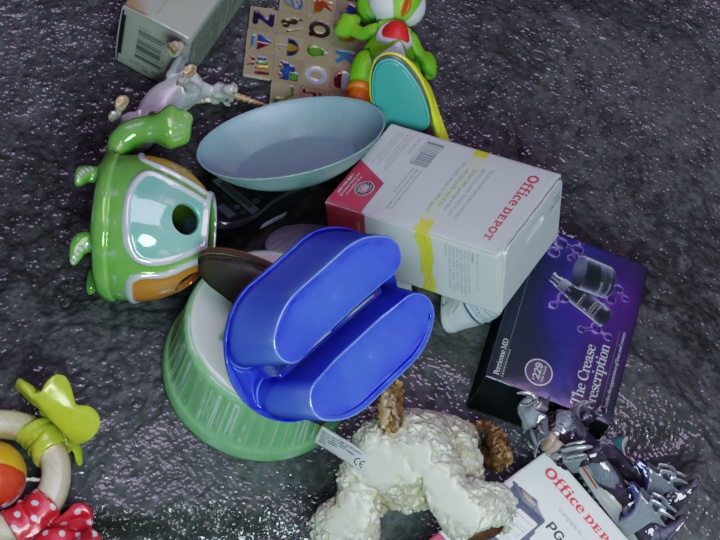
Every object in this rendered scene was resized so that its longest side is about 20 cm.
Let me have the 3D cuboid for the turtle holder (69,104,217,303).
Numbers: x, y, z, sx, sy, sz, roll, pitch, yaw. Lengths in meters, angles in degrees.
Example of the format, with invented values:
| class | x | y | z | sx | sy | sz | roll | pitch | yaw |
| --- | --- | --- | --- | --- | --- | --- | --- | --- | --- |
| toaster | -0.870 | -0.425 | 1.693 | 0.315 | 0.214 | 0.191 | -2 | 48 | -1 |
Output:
| class | x | y | z | sx | sy | sz | roll | pitch | yaw |
| --- | --- | --- | --- | --- | --- | --- | --- | --- | --- |
| turtle holder | -0.210 | -0.057 | 1.714 | 0.131 | 0.141 | 0.186 | 2 | 51 | 4 |

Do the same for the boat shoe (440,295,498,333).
| class | x | y | z | sx | sy | sz | roll | pitch | yaw |
| --- | --- | --- | --- | --- | --- | --- | --- | --- | --- |
| boat shoe | 0.113 | -0.013 | 1.818 | 0.074 | 0.067 | 0.200 | 51 | 29 | -23 |

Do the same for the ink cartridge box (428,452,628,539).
| class | x | y | z | sx | sy | sz | roll | pitch | yaw |
| --- | --- | --- | --- | --- | --- | --- | --- | --- | --- |
| ink cartridge box | 0.149 | 0.290 | 1.646 | 0.200 | 0.084 | 0.145 | -33 | 73 | -28 |

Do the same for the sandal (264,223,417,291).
| class | x | y | z | sx | sy | sz | roll | pitch | yaw |
| --- | --- | --- | --- | --- | --- | --- | --- | --- | --- |
| sandal | 0.002 | -0.005 | 1.799 | 0.205 | 0.059 | 0.079 | 8 | 40 | 14 |

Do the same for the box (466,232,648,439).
| class | x | y | z | sx | sy | sz | roll | pitch | yaw |
| --- | --- | --- | --- | --- | --- | --- | --- | --- | --- |
| box | 0.208 | 0.069 | 1.795 | 0.140 | 0.079 | 0.201 | 19 | 58 | 0 |

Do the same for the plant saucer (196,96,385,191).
| class | x | y | z | sx | sy | sz | roll | pitch | yaw |
| --- | --- | --- | --- | --- | --- | --- | --- | --- | --- |
| plant saucer | -0.069 | -0.124 | 1.781 | 0.200 | 0.039 | 0.201 | -8 | 28 | 5 |

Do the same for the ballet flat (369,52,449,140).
| class | x | y | z | sx | sy | sz | roll | pitch | yaw |
| --- | --- | --- | --- | --- | --- | --- | --- | --- | --- |
| ballet flat | 0.063 | -0.151 | 1.842 | 0.066 | 0.201 | 0.067 | -12 | 25 | 25 |

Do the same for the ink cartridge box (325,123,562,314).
| class | x | y | z | sx | sy | sz | roll | pitch | yaw |
| --- | --- | --- | --- | --- | --- | --- | --- | --- | --- |
| ink cartridge box | 0.086 | -0.054 | 1.739 | 0.199 | 0.084 | 0.145 | 19 | 46 | 24 |

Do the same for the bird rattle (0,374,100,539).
| class | x | y | z | sx | sy | sz | roll | pitch | yaw |
| --- | --- | --- | --- | --- | --- | --- | --- | --- | --- |
| bird rattle | -0.317 | 0.201 | 1.592 | 0.162 | 0.113 | 0.201 | 3 | 73 | 0 |

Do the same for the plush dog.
| class | x | y | z | sx | sy | sz | roll | pitch | yaw |
| --- | --- | --- | --- | --- | --- | --- | --- | --- | --- |
| plush dog | 0.050 | 0.178 | 1.621 | 0.199 | 0.172 | 0.161 | -11 | 88 | 13 |

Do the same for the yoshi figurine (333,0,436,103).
| class | x | y | z | sx | sy | sz | roll | pitch | yaw |
| --- | --- | --- | --- | --- | --- | --- | --- | --- | --- |
| yoshi figurine | 0.028 | -0.256 | 1.933 | 0.111 | 0.112 | 0.201 | -1 | 69 | 31 |

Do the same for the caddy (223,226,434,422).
| class | x | y | z | sx | sy | sz | roll | pitch | yaw |
| --- | --- | --- | --- | --- | --- | --- | --- | --- | --- |
| caddy | -0.032 | 0.049 | 1.543 | 0.200 | 0.105 | 0.142 | -41 | 114 | -26 |

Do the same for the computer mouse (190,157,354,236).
| class | x | y | z | sx | sy | sz | roll | pitch | yaw |
| --- | --- | --- | --- | --- | --- | --- | --- | --- | --- |
| computer mouse | -0.079 | -0.068 | 1.812 | 0.140 | 0.046 | 0.200 | 35 | 48 | 22 |

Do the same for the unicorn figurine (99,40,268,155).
| class | x | y | z | sx | sy | sz | roll | pitch | yaw |
| --- | --- | --- | --- | --- | --- | --- | --- | --- | --- |
| unicorn figurine | -0.197 | -0.179 | 1.814 | 0.199 | 0.137 | 0.074 | -31 | 77 | -11 |

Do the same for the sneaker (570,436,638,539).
| class | x | y | z | sx | sy | sz | roll | pitch | yaw |
| --- | --- | --- | --- | --- | --- | --- | --- | --- | --- |
| sneaker | 0.287 | 0.252 | 1.712 | 0.093 | 0.070 | 0.200 | -27 | 68 | -20 |

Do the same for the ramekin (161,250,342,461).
| class | x | y | z | sx | sy | sz | roll | pitch | yaw |
| --- | --- | --- | --- | --- | --- | --- | --- | --- | --- |
| ramekin | -0.092 | 0.078 | 1.696 | 0.199 | 0.098 | 0.201 | 7 | 59 | -11 |

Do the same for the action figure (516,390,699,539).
| class | x | y | z | sx | sy | sz | roll | pitch | yaw |
| --- | --- | --- | --- | --- | --- | --- | --- | --- | --- |
| action figure | 0.229 | 0.178 | 1.655 | 0.200 | 0.069 | 0.130 | 38 | 28 | -4 |

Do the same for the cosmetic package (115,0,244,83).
| class | x | y | z | sx | sy | sz | roll | pitch | yaw |
| --- | --- | --- | --- | --- | --- | --- | --- | --- | --- |
| cosmetic package | -0.183 | -0.310 | 1.894 | 0.087 | 0.104 | 0.200 | 28 | 57 | 4 |

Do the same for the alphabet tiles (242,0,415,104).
| class | x | y | z | sx | sy | sz | roll | pitch | yaw |
| --- | --- | --- | --- | --- | --- | --- | --- | --- | --- |
| alphabet tiles | -0.033 | -0.244 | 1.952 | 0.199 | 0.006 | 0.167 | 9 | 59 | -9 |

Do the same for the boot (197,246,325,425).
| class | x | y | z | sx | sy | sz | roll | pitch | yaw |
| --- | --- | --- | --- | --- | --- | --- | --- | --- | --- |
| boot | -0.083 | 0.060 | 1.607 | 0.199 | 0.075 | 0.097 | 31 | 55 | 2 |
